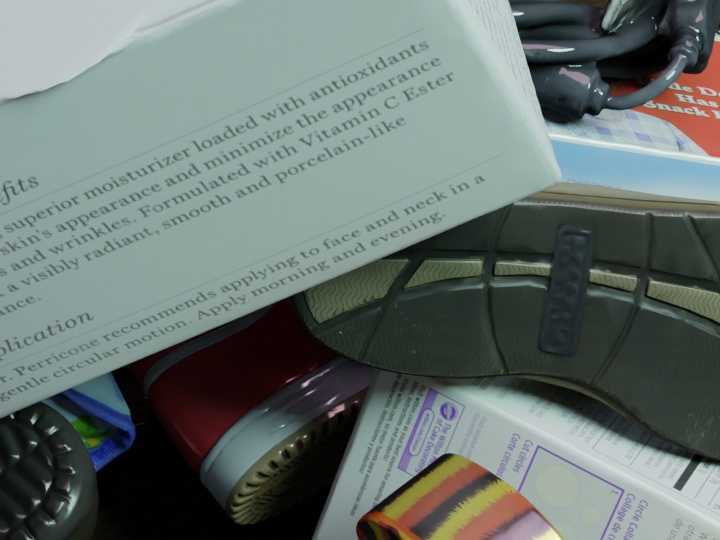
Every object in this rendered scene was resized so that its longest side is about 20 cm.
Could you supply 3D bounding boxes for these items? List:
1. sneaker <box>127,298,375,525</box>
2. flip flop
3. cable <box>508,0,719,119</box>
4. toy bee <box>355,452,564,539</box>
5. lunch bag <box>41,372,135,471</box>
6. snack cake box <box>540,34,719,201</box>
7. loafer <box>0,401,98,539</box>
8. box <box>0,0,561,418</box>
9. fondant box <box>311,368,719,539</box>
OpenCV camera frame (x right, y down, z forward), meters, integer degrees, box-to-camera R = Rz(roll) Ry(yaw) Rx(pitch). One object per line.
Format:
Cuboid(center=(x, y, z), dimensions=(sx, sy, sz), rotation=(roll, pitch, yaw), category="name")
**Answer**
Cuboid(center=(0.000, 0.000, 0.903), dimensions=(0.200, 0.071, 0.113), rotation=(-28, 65, -32), category="sneaker")
Cuboid(center=(0.071, 0.008, 0.791), dimensions=(0.199, 0.081, 0.058), rotation=(9, 13, -10), category="flip flop")
Cuboid(center=(0.048, -0.111, 0.876), dimensions=(0.162, 0.051, 0.200), rotation=(11, 29, 6), category="cable")
Cuboid(center=(0.085, 0.138, 0.730), dimensions=(0.200, 0.109, 0.131), rotation=(36, 73, -13), category="toy bee")
Cuboid(center=(-0.196, 0.002, 0.824), dimensions=(0.200, 0.127, 0.170), rotation=(35, 16, -44), category="lunch bag")
Cuboid(center=(0.051, -0.042, 0.860), dimensions=(0.199, 0.067, 0.115), rotation=(8, 26, -13), category="snack cake box")
Cuboid(center=(-0.158, 0.121, 0.772), dimensions=(0.200, 0.071, 0.073), rotation=(-32, 62, 1), category="loafer")
Cuboid(center=(-0.070, -0.095, 0.738), dimensions=(0.198, 0.131, 0.201), rotation=(-22, 52, 12), category="box")
Cuboid(center=(0.080, 0.121, 0.817), dimensions=(0.199, 0.145, 0.058), rotation=(28, 26, 14), category="fondant box")
